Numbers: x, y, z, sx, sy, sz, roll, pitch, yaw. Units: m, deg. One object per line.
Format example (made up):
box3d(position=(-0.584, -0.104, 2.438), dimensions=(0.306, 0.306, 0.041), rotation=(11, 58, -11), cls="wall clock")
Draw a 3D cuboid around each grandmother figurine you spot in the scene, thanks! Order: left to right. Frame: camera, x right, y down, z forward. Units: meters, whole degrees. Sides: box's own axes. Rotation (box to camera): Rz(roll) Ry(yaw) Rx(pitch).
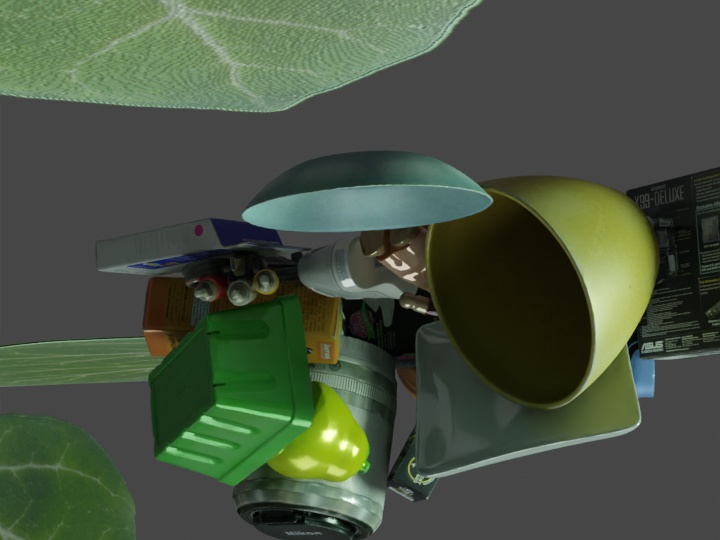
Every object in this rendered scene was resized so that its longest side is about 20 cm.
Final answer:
box3d(position=(0.095, 0.014, 1.423), dimensions=(0.121, 0.061, 0.200), rotation=(-13, 138, 43), cls="grandmother figurine")

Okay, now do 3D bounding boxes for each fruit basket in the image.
box3d(position=(-0.084, 0.129, 1.444), dimensions=(0.215, 0.156, 0.216), rotation=(-7, 156, -3), cls="fruit basket")

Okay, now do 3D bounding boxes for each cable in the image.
box3d(position=(-0.103, 0.014, 1.419), dimensions=(0.097, 0.051, 0.200), rotation=(-8, 173, 15), cls="cable")

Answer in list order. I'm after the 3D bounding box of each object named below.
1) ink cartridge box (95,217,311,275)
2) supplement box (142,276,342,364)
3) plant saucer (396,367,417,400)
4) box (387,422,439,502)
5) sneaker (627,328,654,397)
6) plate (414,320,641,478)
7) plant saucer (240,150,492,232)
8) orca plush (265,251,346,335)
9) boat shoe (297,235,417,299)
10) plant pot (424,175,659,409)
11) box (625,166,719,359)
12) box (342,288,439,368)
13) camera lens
box3d(position=(-0.153, -0.023, 1.427), dimensions=(0.200, 0.037, 0.095), rotation=(-6, 173, 36), cls="ink cartridge box")
box3d(position=(-0.119, 0.051, 1.524), dimensions=(0.199, 0.069, 0.067), rotation=(0, 151, 2), cls="supplement box")
box3d(position=(0.126, 0.073, 1.779), dimensions=(0.200, 0.201, 0.037), rotation=(-8, 138, 33), cls="plant saucer")
box3d(position=(0.085, 0.168, 1.590), dimensions=(0.049, 0.162, 0.200), rotation=(28, 170, 4), cls="box")
box3d(position=(0.232, 0.033, 1.413), dimensions=(0.078, 0.201, 0.070), rotation=(-9, 150, 6), cls="sneaker")
box3d(position=(0.147, 0.100, 1.325), dimensions=(0.199, 0.200, 0.032), rotation=(-15, 127, 13), cls="plate")
box3d(position=(0.004, -0.065, 1.178), dimensions=(0.200, 0.039, 0.201), rotation=(-3, 173, 0), cls="plant saucer")
box3d(position=(-0.085, 0.010, 1.583), dimensions=(0.200, 0.071, 0.105), rotation=(27, 140, -31), cls="orca plush")
box3d(position=(0.000, 0.000, 1.476), dimensions=(0.068, 0.072, 0.200), rotation=(-6, -177, 23), cls="boat shoe")
box3d(position=(0.174, -0.001, 1.271), dimensions=(0.142, 0.201, 0.200), rotation=(-25, -175, -33), cls="plant pot")
box3d(position=(0.322, -0.009, 1.281), dimensions=(0.050, 0.158, 0.200), rotation=(3, 170, -36), cls="box")
box3d(position=(0.049, 0.046, 1.691), dimensions=(0.199, 0.125, 0.148), rotation=(-7, 170, 33), cls="box")
box3d(position=(-0.046, 0.184, 1.584), dimensions=(0.159, 0.201, 0.160), rotation=(7, 158, 3), cls="camera lens")
